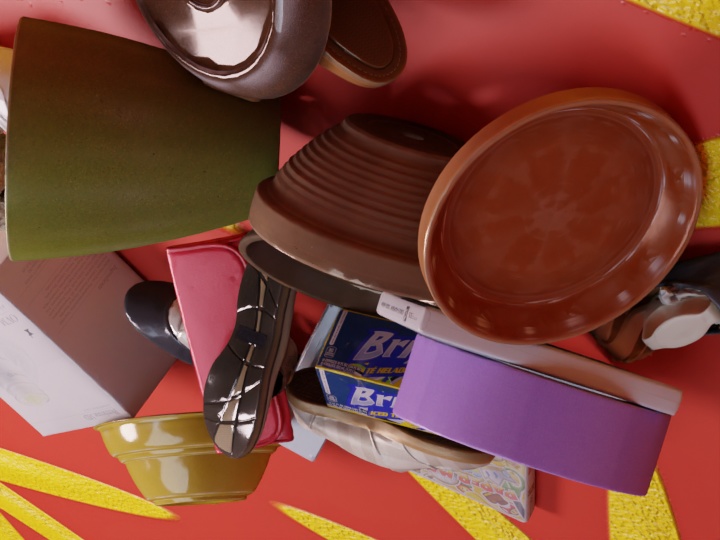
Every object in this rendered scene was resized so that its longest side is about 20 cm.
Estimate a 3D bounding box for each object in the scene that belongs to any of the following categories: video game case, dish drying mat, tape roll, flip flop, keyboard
[{"bbox_3d":[0.067,0.142,1.694,0.200,0.023,0.182,22,148,20],"label":"video game case"},{"bbox_3d":[-0.115,0.068,1.658,0.077,0.018,0.200,-10,108,8],"label":"dish drying mat"},{"bbox_3d":[0.121,0.060,1.387,0.200,0.023,0.182,19,180,-9],"label":"video game case"},{"bbox_3d":[0.128,0.107,1.387,0.200,0.066,0.200,17,180,0],"label":"tape roll"},{"bbox_3d":[-0.083,0.071,1.618,0.058,0.200,0.081,9,-170,-43],"label":"flip flop"},{"bbox_3d":[-0.031,0.095,1.662,0.056,0.011,0.200,25,128,-3],"label":"keyboard"}]

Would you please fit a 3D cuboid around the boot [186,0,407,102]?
[{"bbox_3d":[-0.062,-0.162,1.316,0.200,0.077,0.155,35,144,9],"label":"boot"}]

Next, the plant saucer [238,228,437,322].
[{"bbox_3d":[0.000,0.000,1.490,0.200,0.030,0.200,16,165,4],"label":"plant saucer"}]

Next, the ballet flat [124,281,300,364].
[{"bbox_3d":[-0.123,0.064,1.712,0.200,0.073,0.073,34,151,-10],"label":"ballet flat"}]

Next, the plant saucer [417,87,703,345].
[{"bbox_3d":[0.132,-0.037,1.242,0.200,0.200,0.032,64,180,-41],"label":"plant saucer"}]

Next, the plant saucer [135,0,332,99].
[{"bbox_3d":[-0.100,-0.206,1.246,0.200,0.032,0.200,26,130,35],"label":"plant saucer"}]

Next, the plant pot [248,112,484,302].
[{"bbox_3d":[0.026,-0.055,1.339,0.201,0.201,0.093,23,108,19],"label":"plant pot"}]

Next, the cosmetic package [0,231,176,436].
[{"bbox_3d":[-0.308,0.051,1.833,0.200,0.123,0.199,44,149,-20],"label":"cosmetic package"}]

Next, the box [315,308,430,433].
[{"bbox_3d":[0.068,0.096,1.558,0.200,0.064,0.070,13,148,18],"label":"box"}]

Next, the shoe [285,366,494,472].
[{"bbox_3d":[0.028,0.137,1.620,0.200,0.070,0.053,17,128,22],"label":"shoe"}]

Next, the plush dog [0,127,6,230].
[{"bbox_3d":[-0.368,-0.101,1.661,0.200,0.161,0.172,-31,123,12],"label":"plush dog"}]

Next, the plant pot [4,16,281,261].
[{"bbox_3d":[-0.163,-0.096,1.423,0.200,0.187,0.187,2,149,-6],"label":"plant pot"}]

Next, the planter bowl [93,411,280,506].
[{"bbox_3d":[-0.158,0.187,1.811,0.200,0.084,0.200,-4,172,-1],"label":"planter bowl"}]

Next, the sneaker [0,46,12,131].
[{"bbox_3d":[-0.226,-0.139,1.541,0.200,0.078,0.099,29,141,-5],"label":"sneaker"}]

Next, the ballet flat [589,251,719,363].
[{"bbox_3d":[0.211,0.031,1.348,0.073,0.073,0.200,46,148,-20],"label":"ballet flat"}]
